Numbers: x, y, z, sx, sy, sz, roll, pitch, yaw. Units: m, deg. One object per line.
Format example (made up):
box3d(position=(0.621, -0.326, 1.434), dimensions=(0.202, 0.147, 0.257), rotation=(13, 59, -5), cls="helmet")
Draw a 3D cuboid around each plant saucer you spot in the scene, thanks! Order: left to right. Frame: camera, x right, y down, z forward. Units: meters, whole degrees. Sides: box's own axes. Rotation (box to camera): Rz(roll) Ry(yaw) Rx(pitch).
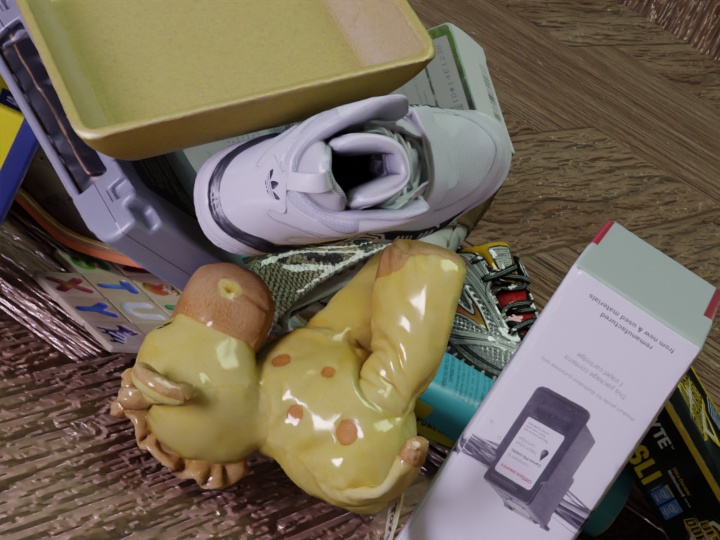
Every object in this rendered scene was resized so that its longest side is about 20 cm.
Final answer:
box3d(position=(-0.083, -0.133, 1.389), dimensions=(0.199, 0.049, 0.200), rotation=(-13, 43, -15), cls="plant saucer")

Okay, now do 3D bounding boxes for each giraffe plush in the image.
box3d(position=(-0.047, 0.062, 1.363), dimensions=(0.161, 0.173, 0.201), rotation=(16, 52, -4), cls="giraffe plush")

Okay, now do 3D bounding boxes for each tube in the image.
box3d(position=(0.074, 0.089, 1.546), dimensions=(0.199, 0.051, 0.078), rotation=(34, 16, -10), cls="tube")

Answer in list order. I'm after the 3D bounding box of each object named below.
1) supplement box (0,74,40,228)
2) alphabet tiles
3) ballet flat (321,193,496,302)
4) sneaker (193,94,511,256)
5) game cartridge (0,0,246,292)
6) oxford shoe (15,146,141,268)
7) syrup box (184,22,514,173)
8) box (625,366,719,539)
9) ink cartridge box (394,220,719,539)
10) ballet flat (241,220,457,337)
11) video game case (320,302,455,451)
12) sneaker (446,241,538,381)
box3d(position=(-0.287, -0.092, 1.453), dimensions=(0.199, 0.110, 0.109), rotation=(24, 17, -11), cls="supplement box")
box3d(position=(-0.090, 0.028, 1.530), dimensions=(0.199, 0.006, 0.166), rotation=(4, 23, -38), cls="alphabet tiles")
box3d(position=(0.008, -0.016, 1.602), dimensions=(0.199, 0.068, 0.073), rotation=(-9, 65, -25), cls="ballet flat")
box3d(position=(0.019, -0.053, 1.356), dimensions=(0.199, 0.076, 0.115), rotation=(-12, 0, -33), cls="sneaker")
box3d(position=(-0.138, -0.069, 1.427), dimensions=(0.200, 0.041, 0.133), rotation=(57, 9, 33), cls="game cartridge")
box3d(position=(-0.170, -0.059, 1.574), dimensions=(0.199, 0.073, 0.071), rotation=(26, 17, 15), cls="oxford shoe")
box3d(position=(-0.011, -0.082, 1.644), dimensions=(0.081, 0.199, 0.079), rotation=(23, 48, -70), cls="syrup box")
box3d(position=(0.198, 0.104, 1.610), dimensions=(0.160, 0.049, 0.200), rotation=(61, 11, -7), cls="box")
box3d(position=(0.108, 0.086, 1.400), dimensions=(0.083, 0.201, 0.145), rotation=(33, 17, 4), cls="ink cartridge box")
box3d(position=(0.000, 0.000, 1.525), dimensions=(0.199, 0.068, 0.076), rotation=(-26, 76, -29), cls="ballet flat")
box3d(position=(0.017, 0.052, 1.658), dimensions=(0.180, 0.026, 0.200), rotation=(24, 17, -13), cls="video game case")
box3d(position=(0.080, 0.027, 1.645), dimensions=(0.200, 0.082, 0.078), rotation=(39, 19, 33), cls="sneaker")
